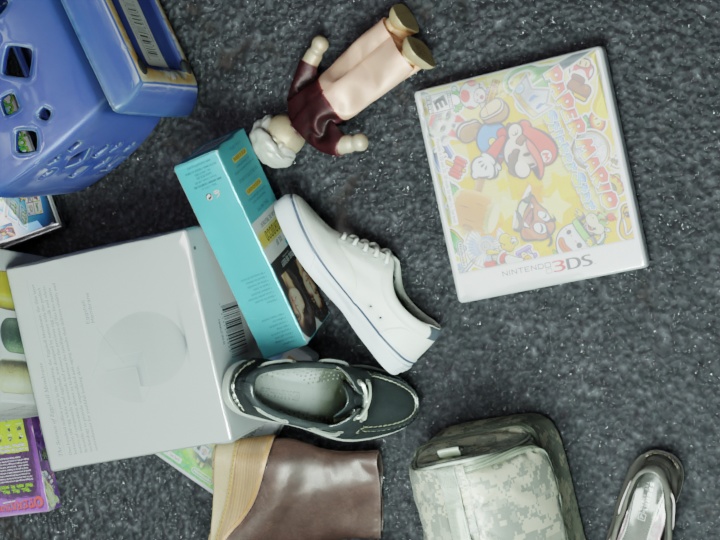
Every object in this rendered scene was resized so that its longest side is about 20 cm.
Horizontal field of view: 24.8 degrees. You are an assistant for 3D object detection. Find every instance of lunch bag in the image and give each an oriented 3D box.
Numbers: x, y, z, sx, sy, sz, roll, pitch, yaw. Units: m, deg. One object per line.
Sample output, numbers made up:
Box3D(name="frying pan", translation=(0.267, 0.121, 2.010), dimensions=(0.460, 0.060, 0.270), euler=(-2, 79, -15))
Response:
Box3D(name="lunch bag", translation=(0.118, 0.241, 1.460), dimensions=(0.138, 0.168, 0.201), euler=(-12, 93, 22))

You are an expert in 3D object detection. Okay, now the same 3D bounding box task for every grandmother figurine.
Box3D(name="grandmother figurine", translation=(-0.024, -0.159, 1.531), dimensions=(0.199, 0.060, 0.122), euler=(-33, 57, 24))

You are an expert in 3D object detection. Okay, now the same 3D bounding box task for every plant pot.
Box3D(name="plant pot", translation=(-0.278, -0.196, 1.552), dimensions=(0.179, 0.200, 0.201), euler=(-26, 86, 16))

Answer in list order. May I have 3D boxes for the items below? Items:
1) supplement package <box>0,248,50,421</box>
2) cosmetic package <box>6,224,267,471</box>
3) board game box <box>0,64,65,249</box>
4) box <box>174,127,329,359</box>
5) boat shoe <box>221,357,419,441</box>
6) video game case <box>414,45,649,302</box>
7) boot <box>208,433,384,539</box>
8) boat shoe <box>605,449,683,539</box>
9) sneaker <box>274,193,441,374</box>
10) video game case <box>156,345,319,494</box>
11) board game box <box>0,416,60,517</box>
Box3D(name="supplement package", translation=(-0.383, 0.067, 1.604), dimensions=(0.150, 0.200, 0.153), euler=(-10, 80, 22))
Box3D(name="cosmetic package", translation=(-0.207, 0.070, 1.567), dimensions=(0.199, 0.123, 0.201), euler=(-11, 93, 20))
Box3D(name="board game box", translation=(-0.393, -0.116, 1.664), dimensions=(0.125, 0.035, 0.201), euler=(-20, 89, -2))
Box3D(name="box", translation=(-0.100, -0.026, 1.535), dimensions=(0.049, 0.082, 0.201), euler=(-20, 103, 21))
Box3D(name="boat shoe", translation=(-0.026, 0.119, 1.497), dimensions=(0.060, 0.199, 0.076), euler=(-6, 81, 63))
Box3D(name="video game case", translation=(0.154, -0.085, 1.485), dimensions=(0.181, 0.023, 0.201), euler=(-12, 92, 22))
Box3D(name="boot", translation=(-0.061, 0.254, 1.586), dimensions=(0.165, 0.072, 0.201), euler=(5, 114, 6))
Box3D(name="boat shoe", translation=(0.245, 0.259, 1.471), dimensions=(0.066, 0.057, 0.201), euler=(13, 101, 19))
Box3D(name="sneaker", translation=(0.000, 0.000, 1.537), dimensions=(0.071, 0.073, 0.200), euler=(-39, 91, 12))
Box3D(name="video game case", translation=(-0.162, 0.109, 1.632), dimensions=(0.199, 0.022, 0.183), euler=(32, 107, 15))
Box3D(name="board game box", translation=(-0.418, 0.206, 1.741), dimensions=(0.199, 0.032, 0.121), euler=(-9, 89, 23))
